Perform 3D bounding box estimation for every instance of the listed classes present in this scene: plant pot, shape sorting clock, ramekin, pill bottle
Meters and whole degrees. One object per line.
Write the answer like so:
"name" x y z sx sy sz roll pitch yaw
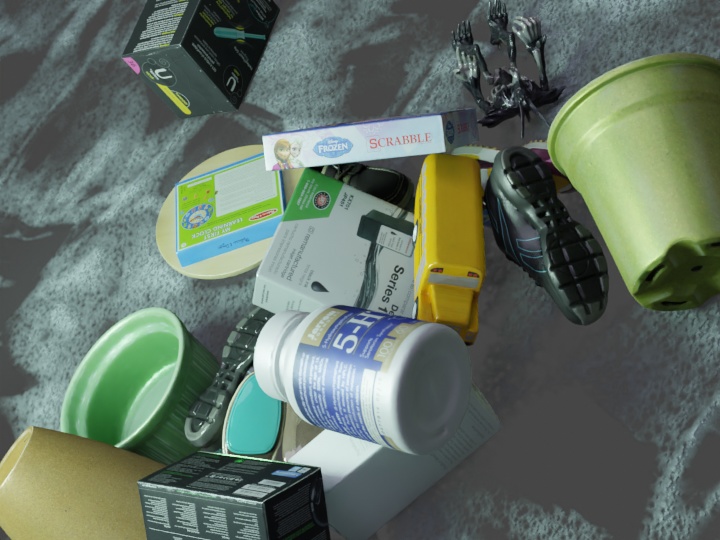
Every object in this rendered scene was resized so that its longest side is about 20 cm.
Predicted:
"plant pot" -0.294 0.260 1.312 0.187 0.199 0.187 -47 20 22
"shape sorting clock" -0.150 -0.070 1.454 0.197 0.039 0.202 -13 45 13
"ramekin" -0.256 0.155 1.475 0.198 0.098 0.202 -25 43 26
"pill bottle" -0.004 0.096 1.170 0.198 0.120 0.121 9 63 41
"plant pot" 0.298 -0.071 1.183 0.198 0.200 0.187 -24 57 20

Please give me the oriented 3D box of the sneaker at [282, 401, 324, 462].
"sneaker" -0.044 0.150 1.363 0.074 0.071 0.202 -4 50 5

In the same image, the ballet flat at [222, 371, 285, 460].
"ballet flat" -0.121 0.212 1.351 0.069 0.069 0.203 -7 63 33

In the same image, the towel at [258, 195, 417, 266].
"towel" -0.028 -0.043 1.505 0.199 0.048 0.172 28 80 47

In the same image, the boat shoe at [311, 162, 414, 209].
"boat shoe" -0.029 -0.097 1.462 0.198 0.065 0.074 -2 57 37

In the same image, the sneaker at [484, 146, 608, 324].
"sneaker" 0.190 -0.029 1.276 0.202 0.074 0.079 66 148 19

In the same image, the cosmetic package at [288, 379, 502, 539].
"cosmetic package" 0.035 0.175 1.241 0.199 0.102 0.074 -38 41 5

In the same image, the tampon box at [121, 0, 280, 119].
"tampon box" -0.237 -0.355 1.838 0.125 0.150 0.202 -2 56 36

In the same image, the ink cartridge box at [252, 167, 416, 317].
"ink cartridge box" 0.000 0.000 1.338 0.197 0.083 0.148 23 66 1

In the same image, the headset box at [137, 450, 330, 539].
"headset box" -0.115 0.294 1.200 0.172 0.204 0.092 0 12 38

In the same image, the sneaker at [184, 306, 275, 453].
"sneaker" -0.127 0.127 1.424 0.075 0.079 0.202 8 62 54

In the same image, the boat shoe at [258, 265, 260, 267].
"boat shoe" -0.083 -0.020 1.451 0.072 0.076 0.200 -45 49 -6

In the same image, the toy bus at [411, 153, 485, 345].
"toy bus" 0.091 -0.022 1.260 0.064 0.079 0.202 8 48 -6

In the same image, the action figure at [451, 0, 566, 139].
"action figure" 0.168 -0.245 1.472 0.117 0.103 0.201 -26 42 3

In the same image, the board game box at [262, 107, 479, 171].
"board game box" 0.017 -0.146 1.355 0.197 0.199 0.042 -5 98 16

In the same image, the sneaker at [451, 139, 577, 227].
"sneaker" 0.168 -0.088 1.372 0.198 0.075 0.091 2 61 48
